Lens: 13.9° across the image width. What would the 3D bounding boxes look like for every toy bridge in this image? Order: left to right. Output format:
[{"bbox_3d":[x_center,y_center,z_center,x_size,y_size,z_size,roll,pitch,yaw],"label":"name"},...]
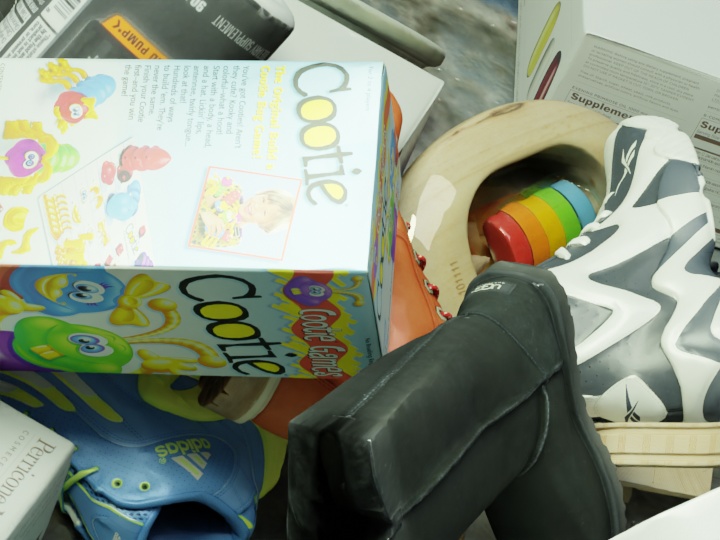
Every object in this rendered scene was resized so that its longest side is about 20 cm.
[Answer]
[{"bbox_3d":[0.132,0.088,1.379,0.067,0.200,0.027,11,79,-19],"label":"toy bridge"}]

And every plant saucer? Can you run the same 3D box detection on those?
[{"bbox_3d":[-0.052,-0.142,1.580,0.200,0.050,0.200,28,2,-1],"label":"plant saucer"}]

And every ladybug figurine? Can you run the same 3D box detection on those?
[{"bbox_3d":[0.078,-0.015,1.514,0.200,0.072,0.136,-19,93,-41],"label":"ladybug figurine"}]

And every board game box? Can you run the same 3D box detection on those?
[{"bbox_3d":[-0.087,-0.022,1.261,0.199,0.103,0.105,1,62,6],"label":"board game box"}]

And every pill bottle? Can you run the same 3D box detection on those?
[{"bbox_3d":[-0.132,-0.078,1.385,0.106,0.200,0.106,42,7,-6],"label":"pill bottle"}]

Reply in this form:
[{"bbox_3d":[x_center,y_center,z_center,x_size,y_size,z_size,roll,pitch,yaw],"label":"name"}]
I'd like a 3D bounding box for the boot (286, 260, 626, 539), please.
[{"bbox_3d":[0.043,0.104,1.260,0.065,0.165,0.200,-9,16,27],"label":"boot"}]

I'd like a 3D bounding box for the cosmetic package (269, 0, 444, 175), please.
[{"bbox_3d":[-0.071,-0.085,1.494,0.200,0.113,0.081,29,46,2],"label":"cosmetic package"}]

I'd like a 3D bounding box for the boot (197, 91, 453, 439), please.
[{"bbox_3d":[0.000,0.000,1.372,0.107,0.075,0.200,25,57,-15],"label":"boot"}]

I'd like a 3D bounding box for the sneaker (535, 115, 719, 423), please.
[{"bbox_3d":[0.108,0.003,1.438,0.129,0.080,0.200,-8,49,-3],"label":"sneaker"}]

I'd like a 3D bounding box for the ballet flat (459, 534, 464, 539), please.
[{"bbox_3d":[0.014,0.141,1.321,0.068,0.073,0.200,14,39,6],"label":"ballet flat"}]

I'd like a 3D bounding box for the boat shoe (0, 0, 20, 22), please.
[{"bbox_3d":[-0.215,-0.120,1.493,0.070,0.066,0.200,31,39,5],"label":"boat shoe"}]

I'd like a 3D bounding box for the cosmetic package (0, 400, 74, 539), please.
[{"bbox_3d":[-0.234,0.074,1.262,0.200,0.074,0.102,28,39,4],"label":"cosmetic package"}]

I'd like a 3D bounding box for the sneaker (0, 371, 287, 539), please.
[{"bbox_3d":[-0.125,0.069,1.324,0.199,0.076,0.105,17,40,-14],"label":"sneaker"}]

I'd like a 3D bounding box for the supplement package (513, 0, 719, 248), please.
[{"bbox_3d":[0.178,-0.130,1.689,0.155,0.111,0.200,18,39,-10],"label":"supplement package"}]

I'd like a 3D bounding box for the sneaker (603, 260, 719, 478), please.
[{"bbox_3d":[0.175,0.035,1.521,0.079,0.079,0.200,18,25,10],"label":"sneaker"}]

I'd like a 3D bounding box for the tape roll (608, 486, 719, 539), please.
[{"bbox_3d":[0.155,0.149,1.285,0.202,0.202,0.071,-12,69,-38],"label":"tape roll"}]
